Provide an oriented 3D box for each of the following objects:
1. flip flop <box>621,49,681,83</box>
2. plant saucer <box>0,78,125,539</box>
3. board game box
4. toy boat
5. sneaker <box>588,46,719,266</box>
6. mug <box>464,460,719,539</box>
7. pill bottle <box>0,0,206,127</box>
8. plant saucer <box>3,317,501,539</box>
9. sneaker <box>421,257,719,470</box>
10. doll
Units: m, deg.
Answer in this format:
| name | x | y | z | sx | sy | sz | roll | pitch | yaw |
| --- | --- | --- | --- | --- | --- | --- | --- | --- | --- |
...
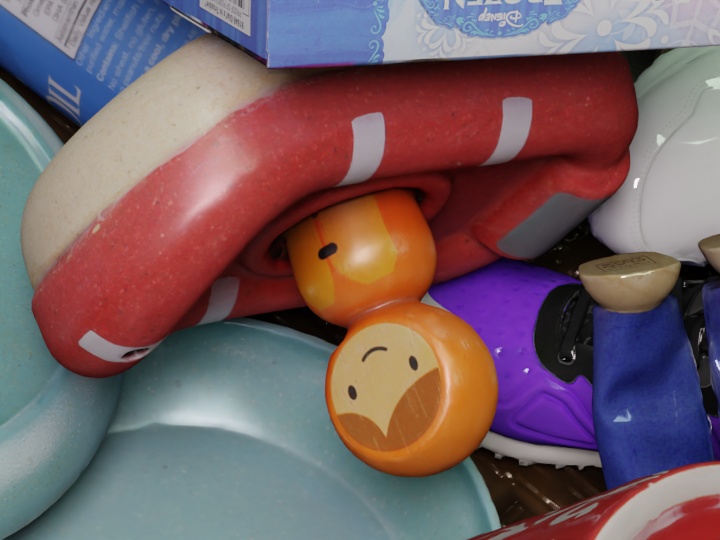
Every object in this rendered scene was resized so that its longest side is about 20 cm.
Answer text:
| name | x | y | z | sx | sy | sz | roll | pitch | yaw |
| --- | --- | --- | --- | --- | --- | --- | --- | --- | --- |
| flip flop | 0.092 | -0.094 | 0.972 | 0.200 | 0.058 | 0.081 | -39 | 82 | 6 |
| plant saucer | -0.159 | -0.005 | 0.847 | 0.200 | 0.027 | 0.201 | 15 | 54 | -21 |
| board game box | 0.020 | -0.109 | 0.839 | 0.199 | 0.043 | 0.200 | -6 | 22 | -26 |
| toy boat | 0.000 | 0.000 | 0.836 | 0.200 | 0.131 | 0.131 | -10 | 70 | -33 |
| sneaker | 0.172 | -0.042 | 0.945 | 0.200 | 0.078 | 0.099 | -16 | 27 | -24 |
| mug | 0.065 | 0.117 | 0.715 | 0.177 | 0.200 | 0.134 | -15 | 80 | -29 |
| pill bottle | -0.091 | -0.114 | 0.973 | 0.200 | 0.112 | 0.112 | 37 | 54 | 15 |
| plant saucer | -0.056 | 0.096 | 0.856 | 0.199 | 0.036 | 0.200 | 3 | 46 | -3 |
| sneaker | 0.105 | 0.027 | 0.919 | 0.200 | 0.100 | 0.070 | 23 | 52 | 2 |
| doll | 0.110 | 0.092 | 0.851 | 0.136 | 0.048 | 0.201 | -13 | 96 | -11 |
